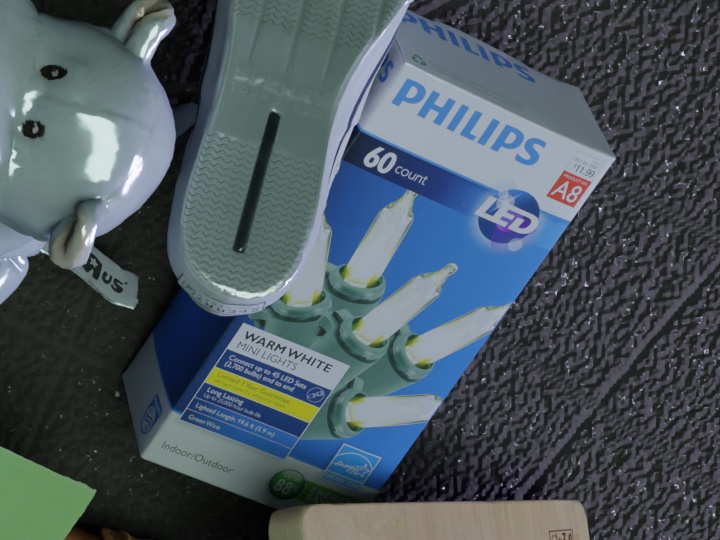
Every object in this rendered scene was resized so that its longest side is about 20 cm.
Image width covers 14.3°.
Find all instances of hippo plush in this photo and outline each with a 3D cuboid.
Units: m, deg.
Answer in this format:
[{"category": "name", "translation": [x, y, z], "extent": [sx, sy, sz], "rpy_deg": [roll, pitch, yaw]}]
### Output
[{"category": "hippo plush", "translation": [-0.138, -0.027, 1.028], "extent": [0.199, 0.161, 0.160], "rpy_deg": [23, 80, -25]}]

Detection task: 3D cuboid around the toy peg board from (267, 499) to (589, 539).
[{"category": "toy peg board", "translation": [0.013, 0.200, 1.174], "extent": [0.199, 0.097, 0.201], "rpy_deg": [5, 75, -53]}]

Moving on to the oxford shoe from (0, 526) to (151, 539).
[{"category": "oxford shoe", "translation": [-0.109, 0.130, 1.175], "extent": [0.200, 0.071, 0.071], "rpy_deg": [51, 59, -28]}]

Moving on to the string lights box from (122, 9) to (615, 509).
[{"category": "string lights box", "translation": [0.000, 0.000, 1.137], "extent": [0.102, 0.059, 0.200], "rpy_deg": [22, 116, -26]}]

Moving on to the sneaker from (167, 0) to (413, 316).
[{"category": "sneaker", "translation": [-0.029, -0.078, 1.058], "extent": [0.073, 0.071, 0.201], "rpy_deg": [23, 77, -8]}]

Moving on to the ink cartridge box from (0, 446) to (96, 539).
[{"category": "ink cartridge box", "translation": [-0.206, 0.109, 1.046], "extent": [0.200, 0.048, 0.146], "rpy_deg": [30, 101, -31]}]
